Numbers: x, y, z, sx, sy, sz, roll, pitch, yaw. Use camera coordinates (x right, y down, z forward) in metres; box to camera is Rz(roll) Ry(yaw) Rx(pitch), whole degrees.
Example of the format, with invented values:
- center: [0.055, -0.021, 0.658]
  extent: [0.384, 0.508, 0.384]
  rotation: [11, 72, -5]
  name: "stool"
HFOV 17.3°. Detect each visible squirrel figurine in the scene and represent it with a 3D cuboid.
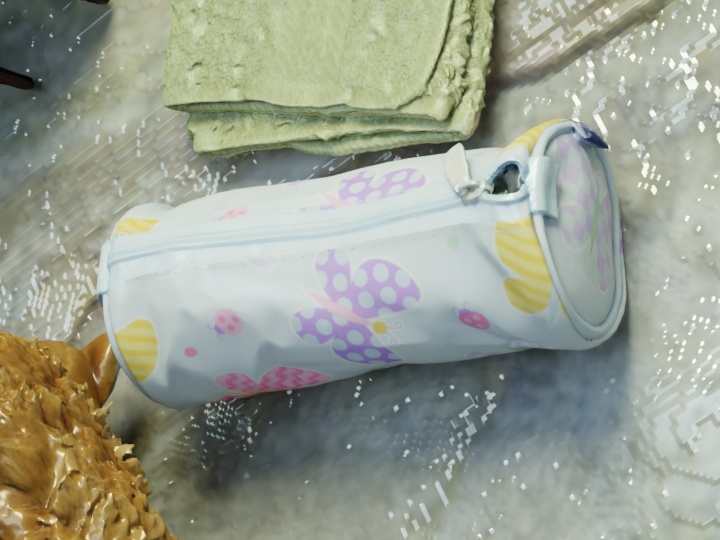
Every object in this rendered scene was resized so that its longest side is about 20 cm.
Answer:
- center: [-0.118, 0.095, 0.889]
  extent: [0.141, 0.200, 0.187]
  rotation: [-3, 58, -10]
  name: "squirrel figurine"

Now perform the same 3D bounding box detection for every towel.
- center: [-0.008, -0.145, 0.940]
  extent: [0.148, 0.036, 0.201]
  rotation: [1, 84, 32]
  name: "towel"

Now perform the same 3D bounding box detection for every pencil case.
- center: [0.000, 0.000, 0.881]
  extent: [0.199, 0.091, 0.084]
  rotation: [-11, 77, 30]
  name: "pencil case"

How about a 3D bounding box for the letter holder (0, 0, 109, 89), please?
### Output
- center: [-0.214, -0.100, 0.959]
  extent: [0.142, 0.200, 0.101]
  rotation: [15, 90, 31]
  name: "letter holder"
